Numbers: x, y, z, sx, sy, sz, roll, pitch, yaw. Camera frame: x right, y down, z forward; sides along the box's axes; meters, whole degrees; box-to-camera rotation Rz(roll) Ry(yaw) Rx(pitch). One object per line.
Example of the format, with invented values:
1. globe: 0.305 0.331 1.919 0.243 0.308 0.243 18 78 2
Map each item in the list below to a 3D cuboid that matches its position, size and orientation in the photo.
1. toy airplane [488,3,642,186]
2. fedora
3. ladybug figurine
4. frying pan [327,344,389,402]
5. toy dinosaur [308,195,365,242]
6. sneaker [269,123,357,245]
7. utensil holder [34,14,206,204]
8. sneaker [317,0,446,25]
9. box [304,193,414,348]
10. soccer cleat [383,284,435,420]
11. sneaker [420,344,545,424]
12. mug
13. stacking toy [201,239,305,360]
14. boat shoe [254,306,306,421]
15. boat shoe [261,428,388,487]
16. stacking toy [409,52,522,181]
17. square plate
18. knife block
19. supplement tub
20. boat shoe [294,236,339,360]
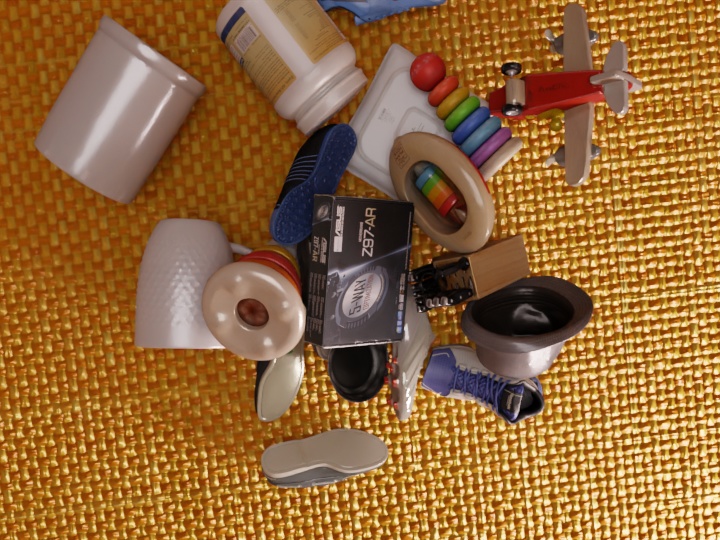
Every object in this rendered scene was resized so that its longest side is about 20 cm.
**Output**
1. toy airplane: 0.308 -0.255 1.188 0.201 0.140 0.199 -49 66 12
2. fedora: 0.243 0.092 1.210 0.196 0.176 0.092 -20 122 -25
3. ladybug figurine: 0.121 -0.120 1.178 0.201 0.071 0.136 52 136 8
4. frying pan: -0.018 0.104 1.232 0.114 0.031 0.194 -27 102 -33
5. toy dinosaur: -0.022 -0.010 1.189 0.100 0.076 0.206 0 90 -32
6. sneaker: -0.077 -0.125 1.195 0.070 0.077 0.202 39 75 -26
7. utensil holder: -0.337 -0.221 1.153 0.168 0.170 0.203 33 94 -4
8. sneaker: 0.033 -0.398 1.210 0.194 0.066 0.081 6 105 -2
9. box: 0.000 0.000 1.146 0.158 0.043 0.206 1 96 -43
10. soccer cleat: 0.078 0.123 1.239 0.075 0.069 0.206 1 88 -14
11. sneaker: 0.194 0.171 1.226 0.194 0.115 0.083 16 92 -3
12. mug: -0.226 0.021 1.194 0.195 0.147 0.181 3 87 -24
13. stacking toy: -0.126 0.015 1.152 0.142 0.201 0.150 6 120 10
14. boat shoe: -0.126 0.129 1.242 0.070 0.067 0.205 1 108 -31
15. boat shoe: -0.055 0.295 1.263 0.194 0.074 0.063 -5 138 -9
16. stacking toy: 0.142 -0.229 1.192 0.085 0.085 0.201 -41 89 1
17. square plate: 0.083 -0.206 1.239 0.195 0.028 0.203 30 92 -4
18. knife block: 0.164 0.006 1.183 0.195 0.176 0.066 -15 96 -1
19. supplement tub: -0.095 -0.310 1.167 0.144 0.144 0.201 -39 95 1
20. boat shoe: -0.064 0.031 1.243 0.066 0.056 0.206 -10 100 -37
